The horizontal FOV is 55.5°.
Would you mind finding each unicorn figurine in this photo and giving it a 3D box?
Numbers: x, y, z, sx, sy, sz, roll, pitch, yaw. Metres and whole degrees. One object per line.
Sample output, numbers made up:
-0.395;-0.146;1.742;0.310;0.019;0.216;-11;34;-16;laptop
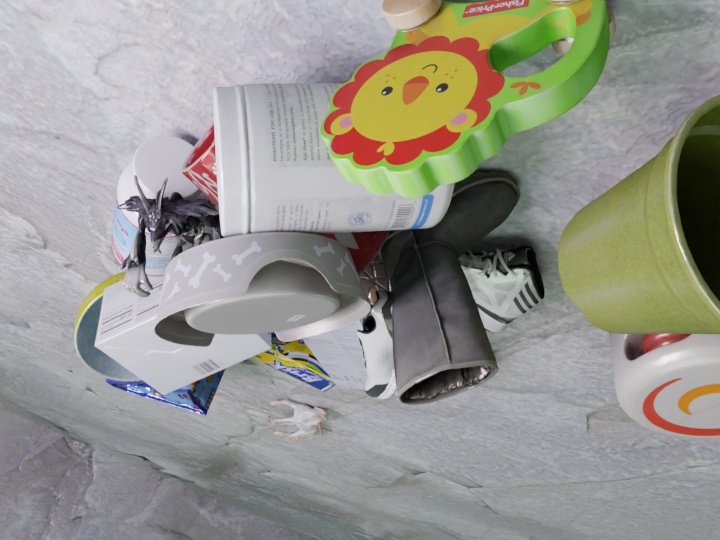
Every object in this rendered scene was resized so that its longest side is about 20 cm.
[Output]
-0.128;0.322;1.464;0.136;0.075;0.200;3;161;8;unicorn figurine

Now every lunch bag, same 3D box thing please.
-0.348;0.156;1.230;0.198;0.152;0.094;8;147;18;lunch bag

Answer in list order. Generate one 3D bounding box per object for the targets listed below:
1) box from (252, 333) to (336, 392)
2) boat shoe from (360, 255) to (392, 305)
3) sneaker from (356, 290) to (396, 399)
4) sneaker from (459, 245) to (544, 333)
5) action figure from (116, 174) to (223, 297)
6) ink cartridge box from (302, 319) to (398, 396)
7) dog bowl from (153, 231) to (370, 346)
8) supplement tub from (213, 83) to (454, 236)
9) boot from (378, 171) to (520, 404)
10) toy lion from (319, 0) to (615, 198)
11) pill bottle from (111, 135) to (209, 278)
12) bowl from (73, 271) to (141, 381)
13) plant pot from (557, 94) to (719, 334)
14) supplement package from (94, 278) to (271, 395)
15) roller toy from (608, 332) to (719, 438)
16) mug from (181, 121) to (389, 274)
-0.123;0.129;1.150;0.199;0.065;0.070;29;148;-15;box
0.000;0.000;0.883;0.198;0.076;0.072;20;-179;1;boat shoe
0.030;0.090;0.859;0.079;0.074;0.201;18;136;-2;sneaker
0.133;-0.014;0.795;0.200;0.076;0.115;32;132;-20;sneaker
-0.193;-0.019;0.746;0.118;0.103;0.200;-1;156;11;action figure
-0.022;0.098;1.009;0.196;0.043;0.201;-2;127;53;ink cartridge box
-0.092;0.021;0.640;0.198;0.059;0.200;-7;164;-2;dog bowl
-0.027;-0.098;0.606;0.198;0.133;0.132;-3;152;-13;supplement tub
0.098;0.013;0.669;0.181;0.201;0.073;-33;127;20;boot
0.072;-0.136;0.495;0.198;0.193;0.069;0;145;28;toy lion
-0.248;-0.076;0.849;0.108;0.109;0.200;25;148;-10;pill bottle
-0.373;0.072;1.132;0.200;0.200;0.108;50;180;-42;bowl
0.278;-0.020;0.592;0.199;0.202;0.184;27;159;-13;plant pot
-0.255;0.071;1.012;0.199;0.111;0.156;-23;135;14;supplement package
0.363;0.078;0.728;0.181;0.141;0.201;2;142;9;roller toy
-0.066;-0.099;0.732;0.200;0.178;0.133;39;-179;-24;mug
